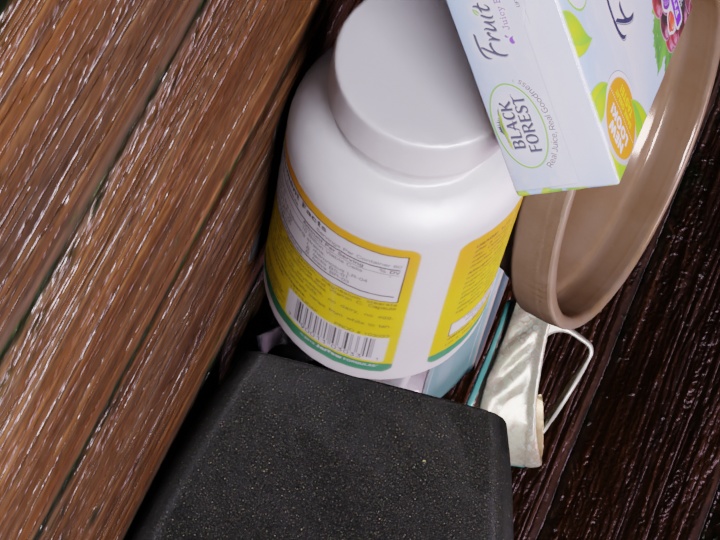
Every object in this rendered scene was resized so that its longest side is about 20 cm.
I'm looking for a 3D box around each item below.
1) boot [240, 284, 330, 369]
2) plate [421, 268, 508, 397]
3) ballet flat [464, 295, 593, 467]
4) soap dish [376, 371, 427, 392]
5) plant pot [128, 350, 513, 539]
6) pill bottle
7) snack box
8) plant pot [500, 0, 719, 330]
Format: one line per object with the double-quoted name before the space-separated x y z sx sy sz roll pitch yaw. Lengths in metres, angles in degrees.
"boot" 0.001 0.000 1.457 0.198 0.073 0.163 33 77 -78
"plate" 0.078 -0.008 1.600 0.200 0.025 0.201 18 90 -85
"ballet flat" 0.112 0.019 1.577 0.067 0.062 0.201 -42 151 -80
"soap dish" -0.008 0.067 1.599 0.200 0.081 0.158 105 9 -59
"plant pot" -0.019 0.154 1.336 0.200 0.199 0.178 98 5 -69
"pill bottle" 0.018 -0.041 1.231 0.200 0.112 0.113 103 11 -61
"snack box" 0.074 -0.153 1.114 0.201 0.053 0.142 67 32 -30
"plant pot" 0.109 -0.078 1.424 0.201 0.092 0.201 -51 155 -34
